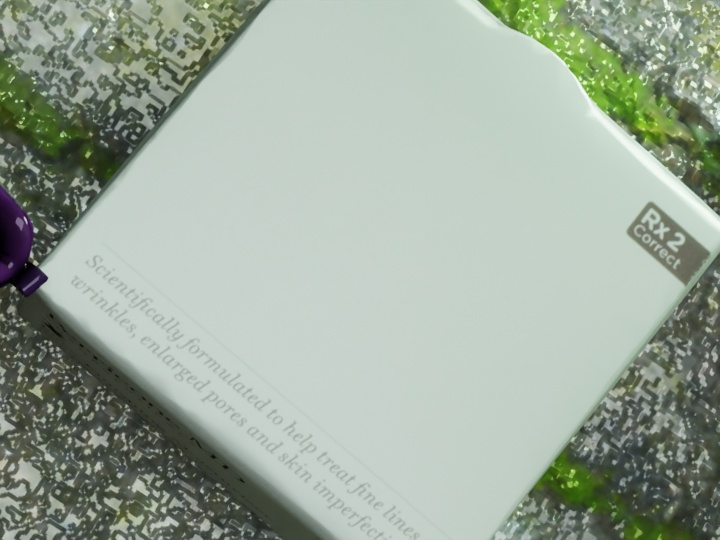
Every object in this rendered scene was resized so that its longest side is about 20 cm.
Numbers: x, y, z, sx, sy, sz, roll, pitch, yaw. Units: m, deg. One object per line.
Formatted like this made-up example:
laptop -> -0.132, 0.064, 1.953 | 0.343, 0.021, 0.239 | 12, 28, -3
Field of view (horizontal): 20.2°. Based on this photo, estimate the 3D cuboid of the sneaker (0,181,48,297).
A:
sneaker -> -0.189, -0.060, 0.687 | 0.200, 0.087, 0.075 | 36, 80, -28

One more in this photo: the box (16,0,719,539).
box -> 0.000, 0.000, 0.807 | 0.199, 0.131, 0.200 | 41, 77, -4
